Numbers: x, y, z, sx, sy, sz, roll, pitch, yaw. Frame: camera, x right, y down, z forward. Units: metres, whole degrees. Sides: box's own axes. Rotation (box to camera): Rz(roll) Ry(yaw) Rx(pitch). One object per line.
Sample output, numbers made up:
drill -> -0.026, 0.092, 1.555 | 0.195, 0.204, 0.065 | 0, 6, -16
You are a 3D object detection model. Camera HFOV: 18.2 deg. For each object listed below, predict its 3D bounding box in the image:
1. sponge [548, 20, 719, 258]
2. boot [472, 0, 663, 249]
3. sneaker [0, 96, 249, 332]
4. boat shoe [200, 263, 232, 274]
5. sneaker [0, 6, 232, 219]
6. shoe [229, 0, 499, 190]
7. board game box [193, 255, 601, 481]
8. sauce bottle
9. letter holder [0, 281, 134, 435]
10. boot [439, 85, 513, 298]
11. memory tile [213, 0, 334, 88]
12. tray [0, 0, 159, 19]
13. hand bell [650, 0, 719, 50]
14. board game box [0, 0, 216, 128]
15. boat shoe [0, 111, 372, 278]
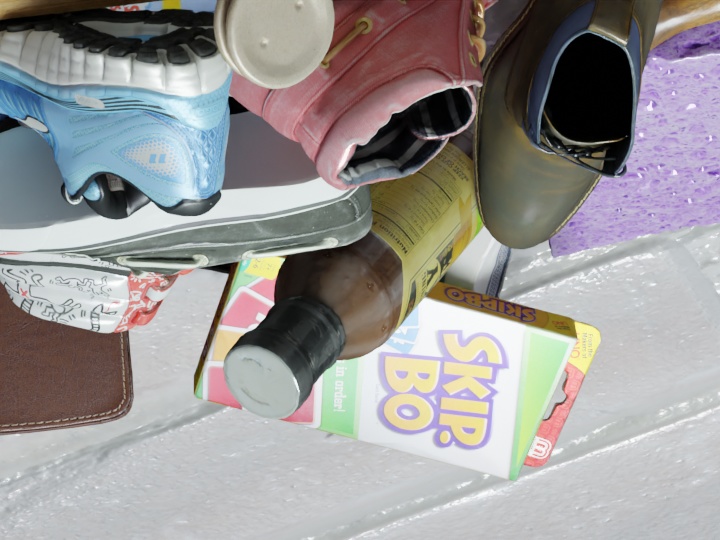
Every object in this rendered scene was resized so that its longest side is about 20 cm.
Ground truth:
sponge -> 0.144, -0.068, 1.169 | 0.111, 0.030, 0.200 | -10, 155, 5
boot -> 0.086, -0.067, 1.013 | 0.074, 0.097, 0.201 | 18, 130, 1
sneaker -> -0.087, -0.026, 1.097 | 0.200, 0.067, 0.108 | -4, 137, 3
boat shoe -> -0.081, -0.030, 1.172 | 0.200, 0.061, 0.072 | 7, 144, -22
sneaker -> -0.123, -0.064, 0.948 | 0.078, 0.200, 0.090 | -18, 111, -32
shoe -> 0.027, -0.099, 0.988 | 0.200, 0.091, 0.072 | -27, 155, -41
board game box -> 0.021, 0.048, 1.179 | 0.199, 0.030, 0.096 | 14, 118, -12
sauce bottle -> 0.000, 0.000, 1.069 | 0.064, 0.200, 0.065 | 18, 130, 23
letter holder -> -0.225, 0.047, 1.182 | 0.199, 0.143, 0.101 | 0, 146, -13
boot -> 0.049, -0.026, 1.212 | 0.072, 0.090, 0.201 | 17, 118, 6
memory tile -> -0.010, -0.184, 0.858 | 0.200, 0.017, 0.153 | -48, 127, -16
tray -> -0.079, -0.161, 0.943 | 0.199, 0.099, 0.037 | -7, 144, -3
hand bell -> 0.165, -0.126, 1.039 | 0.199, 0.105, 0.104 | -17, 146, 20
board game box -> -0.116, -0.127, 1.043 | 0.199, 0.037, 0.152 | -10, 146, 1
boat shoe -> -0.094, -0.026, 1.006 | 0.199, 0.071, 0.064 | -4, 135, 7
